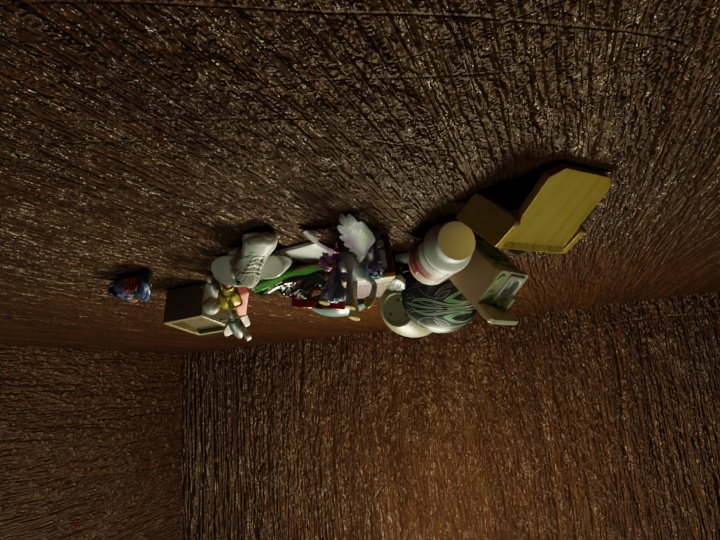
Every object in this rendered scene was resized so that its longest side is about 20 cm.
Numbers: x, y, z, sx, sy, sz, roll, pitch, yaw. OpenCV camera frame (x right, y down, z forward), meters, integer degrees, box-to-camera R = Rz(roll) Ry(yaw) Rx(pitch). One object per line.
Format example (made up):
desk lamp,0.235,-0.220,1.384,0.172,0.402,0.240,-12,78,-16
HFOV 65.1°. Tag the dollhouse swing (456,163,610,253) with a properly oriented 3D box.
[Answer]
dollhouse swing,0.325,-0.136,1.060,0.198,0.178,0.182,2,-152,-32

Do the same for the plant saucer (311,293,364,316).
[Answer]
plant saucer,-0.057,0.099,1.628,0.198,0.039,0.201,-5,-167,1

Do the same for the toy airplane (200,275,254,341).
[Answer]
toy airplane,-0.348,0.094,1.483,0.140,0.202,0.199,-9,174,-34

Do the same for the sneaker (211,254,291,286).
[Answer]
sneaker,-0.260,-0.007,1.365,0.197,0.076,0.088,-1,-170,17

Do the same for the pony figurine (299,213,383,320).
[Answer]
pony figurine,-0.027,-0.017,1.191,0.165,0.203,0.192,-6,155,41

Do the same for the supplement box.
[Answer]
supplement box,0.000,0.000,1.368,0.129,0.105,0.200,-7,165,-11

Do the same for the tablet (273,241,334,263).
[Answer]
tablet,-0.108,-0.038,1.404,0.129,0.014,0.199,-11,166,30

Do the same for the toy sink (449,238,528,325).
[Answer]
toy sink,0.314,0.020,1.354,0.129,0.201,0.113,8,125,-43

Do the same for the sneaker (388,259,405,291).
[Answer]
sneaker,0.083,0.006,1.531,0.076,0.083,0.200,19,174,-9

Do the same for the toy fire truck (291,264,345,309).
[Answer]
toy fire truck,-0.108,0.045,1.552,0.197,0.114,0.168,3,179,4

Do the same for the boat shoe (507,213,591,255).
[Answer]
boat shoe,0.402,-0.100,1.211,0.199,0.072,0.067,-28,-172,44

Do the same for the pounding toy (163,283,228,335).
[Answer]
pounding toy,-0.482,0.111,1.737,0.182,0.144,0.200,-11,156,27

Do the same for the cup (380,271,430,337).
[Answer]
cup,0.134,0.106,1.659,0.198,0.203,0.143,-11,178,27

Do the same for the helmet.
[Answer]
helmet,0.215,0.073,1.503,0.198,0.203,0.190,-13,-177,36

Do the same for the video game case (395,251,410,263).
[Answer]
video game case,0.211,-0.044,1.491,0.198,0.018,0.142,-14,165,38

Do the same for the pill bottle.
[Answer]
pill bottle,0.183,-0.041,1.263,0.111,0.115,0.200,-2,168,-11

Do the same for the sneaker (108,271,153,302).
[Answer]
sneaker,-0.600,0.046,1.470,0.078,0.076,0.199,10,160,-40

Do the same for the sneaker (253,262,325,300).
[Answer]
sneaker,-0.168,0.037,1.400,0.198,0.085,0.076,-14,-169,-31

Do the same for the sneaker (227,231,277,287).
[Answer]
sneaker,-0.231,-0.017,1.223,0.077,0.101,0.200,6,158,-28
